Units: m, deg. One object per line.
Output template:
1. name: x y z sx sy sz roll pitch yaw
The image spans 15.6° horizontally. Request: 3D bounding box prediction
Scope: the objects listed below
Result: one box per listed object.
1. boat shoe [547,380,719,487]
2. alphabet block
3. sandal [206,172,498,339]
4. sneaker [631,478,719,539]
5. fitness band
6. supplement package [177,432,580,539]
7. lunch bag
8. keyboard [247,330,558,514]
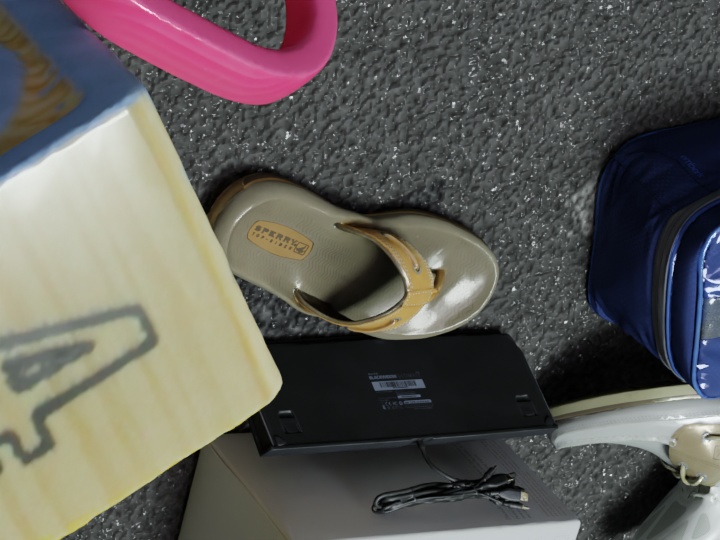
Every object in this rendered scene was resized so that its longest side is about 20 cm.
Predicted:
1. boat shoe: 0.213 0.100 1.624 0.199 0.075 0.069 -6 90 3
2. alphabet block: -0.186 -0.004 1.276 0.196 0.195 0.200 -31 131 -10
3. sandal: 0.000 0.000 1.486 0.200 0.054 0.081 18 107 -38
4. sneaker: 0.232 0.106 1.700 0.200 0.076 0.116 -41 123 -15
5. fitness band: -0.089 -0.159 1.276 0.037 0.144 0.200 -33 141 32
6. supplement package: 0.005 0.171 1.549 0.199 0.120 0.122 -1 120 -32
7. lunch bag: 0.253 -0.010 1.590 0.199 0.132 0.136 -15 125 -24
8. keyboard: 0.027 0.091 1.520 0.199 0.127 0.021 -2 143 -31
